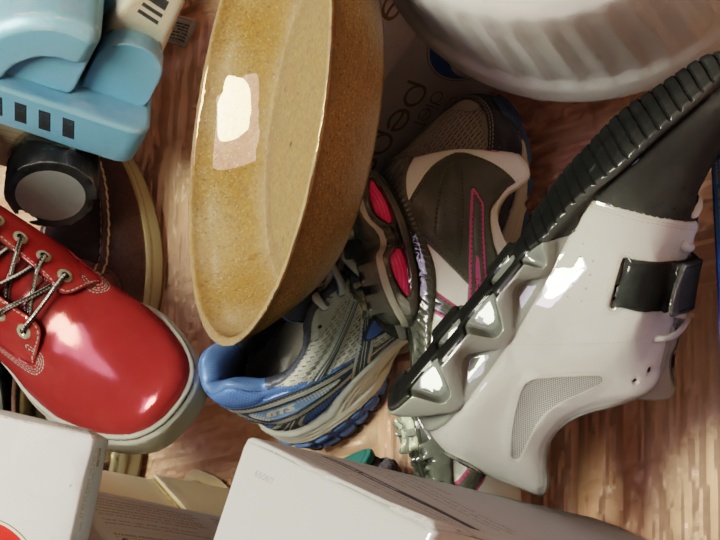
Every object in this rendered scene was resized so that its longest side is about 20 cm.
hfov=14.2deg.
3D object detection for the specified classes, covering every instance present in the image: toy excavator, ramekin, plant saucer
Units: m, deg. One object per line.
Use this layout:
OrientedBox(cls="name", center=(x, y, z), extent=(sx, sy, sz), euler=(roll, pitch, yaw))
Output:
OrientedBox(cls="toy excavator", center=(-0.121, -0.120, 1.411), extent=(0.100, 0.194, 0.200), euler=(-90, 24, -44))
OrientedBox(cls="ramekin", center=(0.084, -0.177, 1.190), extent=(0.200, 0.098, 0.201), euler=(-3, 79, 18))
OrientedBox(cls="plant saucer", center=(-0.029, -0.065, 1.225), extent=(0.200, 0.035, 0.201), euler=(-171, 90, -72))

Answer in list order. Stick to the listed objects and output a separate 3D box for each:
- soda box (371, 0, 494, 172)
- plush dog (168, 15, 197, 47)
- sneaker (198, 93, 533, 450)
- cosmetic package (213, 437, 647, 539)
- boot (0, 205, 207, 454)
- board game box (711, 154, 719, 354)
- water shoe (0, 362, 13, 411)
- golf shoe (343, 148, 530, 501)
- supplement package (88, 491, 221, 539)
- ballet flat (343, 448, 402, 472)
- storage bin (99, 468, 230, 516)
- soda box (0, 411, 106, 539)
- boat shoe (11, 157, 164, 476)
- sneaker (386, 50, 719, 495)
OrientedBox(cls="soda box", center=(0.020, -0.101, 1.321), extent=(0.200, 0.064, 0.068), euler=(-53, 46, 21))
OrientedBox(cls="plush dog", center=(-0.158, -0.206, 1.517), extent=(0.199, 0.161, 0.172), euler=(-7, 54, 16))
OrientedBox(cls="sneaker", center=(0.000, 0.000, 1.295), extent=(0.200, 0.085, 0.077), euler=(-53, 46, 21))
OrientedBox(cls="cosmetic package", center=(0.031, 0.189, 1.115), extent=(0.123, 0.200, 0.200), euler=(21, 93, 50))
OrientedBox(cls="boot", center=(-0.166, 0.004, 1.342), extent=(0.200, 0.144, 0.072), euler=(32, 78, 40))
OrientedBox(cls="board game box", center=(0.223, 0.028, 1.078), extent=(0.199, 0.041, 0.201), euler=(-19, 64, 42))
OrientedBox(cls="water shoe", center=(-0.211, 0.093, 1.472), extent=(0.079, 0.072, 0.200), euler=(-15, 54, 10))
OrientedBox(cls="golf shoe", center=(0.052, 0.045, 1.226), extent=(0.077, 0.088, 0.201), euler=(167, 89, -84))
OrientedBox(cls="supplement package", center=(-0.093, 0.216, 1.274), extent=(0.111, 0.156, 0.200), euler=(43, 110, 45))
OrientedBox(cls="ballet flat", center=(-0.012, 0.124, 1.212), extent=(0.072, 0.200, 0.072), euler=(2, 97, 14))
OrientedBox(cls="storage bin", center=(-0.167, 0.170, 1.335), extent=(0.094, 0.200, 0.199), euler=(42, 109, 44))
OrientedBox(cls="soda box", center=(-0.159, 0.157, 1.172), extent=(0.064, 0.068, 0.201), euler=(88, -165, -86))
OrientedBox(cls="boat shoe", center=(-0.150, 0.026, 1.457), extent=(0.072, 0.072, 0.201), euler=(-12, 69, 44))
OrientedBox(cls="sneaker", center=(0.105, 0.004, 1.159), extent=(0.200, 0.088, 0.074), euler=(-51, 7, 14))
